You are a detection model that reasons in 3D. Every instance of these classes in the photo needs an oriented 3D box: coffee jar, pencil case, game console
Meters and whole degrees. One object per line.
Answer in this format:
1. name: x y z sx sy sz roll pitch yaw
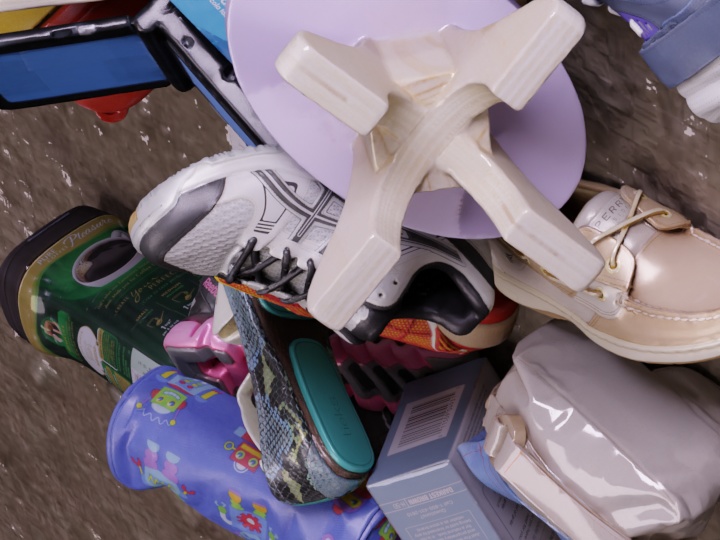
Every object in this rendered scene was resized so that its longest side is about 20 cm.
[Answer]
1. coffee jar: -0.148 0.031 1.776 0.199 0.104 0.086 28 141 38
2. pencil case: -0.056 0.130 1.586 0.199 0.078 0.087 26 143 27
3. game console: -0.117 -0.076 1.448 0.176 0.116 0.200 49 179 5

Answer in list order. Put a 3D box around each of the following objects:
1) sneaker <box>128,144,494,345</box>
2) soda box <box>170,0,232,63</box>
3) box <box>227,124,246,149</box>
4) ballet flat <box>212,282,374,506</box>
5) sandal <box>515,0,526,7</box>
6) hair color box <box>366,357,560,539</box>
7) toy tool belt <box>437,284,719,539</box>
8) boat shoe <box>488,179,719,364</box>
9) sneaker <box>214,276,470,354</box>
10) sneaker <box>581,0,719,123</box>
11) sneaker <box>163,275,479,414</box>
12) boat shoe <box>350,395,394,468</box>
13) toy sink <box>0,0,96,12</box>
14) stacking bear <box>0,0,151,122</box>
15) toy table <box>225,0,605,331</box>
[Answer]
1. sneaker: -0.017 -0.007 1.341 0.076 0.199 0.088 -54 44 50
2. soda box: -0.020 -0.119 1.359 0.068 0.064 0.200 -25 132 24
3. box: -0.020 -0.079 1.536 0.144 0.036 0.201 31 144 34
4. ballet flat: -0.052 0.043 1.535 0.074 0.074 0.201 112 146 -58
5. sandal: 0.003 -0.194 1.348 0.200 0.054 0.080 49 151 6
6. hair color box: 0.087 0.162 1.554 0.060 0.099 0.201 -20 116 29
7. toy tool belt: 0.109 0.093 1.457 0.200 0.125 0.123 39 141 23
8. boat shoe: 0.127 -0.009 1.360 0.199 0.074 0.069 16 142 48
9. sneaker: 0.000 0.000 1.480 0.077 0.074 0.199 -9 157 41
10. sneaker: 0.127 -0.125 1.218 0.199 0.080 0.147 6 124 46
11. sneaker: -0.018 0.028 1.614 0.198 0.096 0.079 6 146 21
12. boat shoe: 0.034 0.138 1.627 0.072 0.060 0.203 43 -151 -67
13. toy sink: -0.140 -0.207 1.439 0.199 0.130 0.113 4 107 56
14. stacking bear: -0.194 -0.178 1.601 0.200 0.121 0.114 46 -171 -12
15. toy table: 0.028 -0.069 1.255 0.199 0.185 0.117 23 -160 -17
